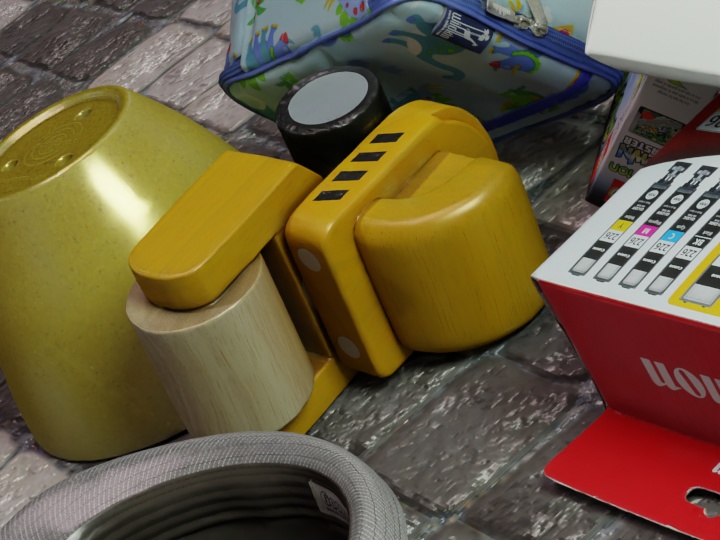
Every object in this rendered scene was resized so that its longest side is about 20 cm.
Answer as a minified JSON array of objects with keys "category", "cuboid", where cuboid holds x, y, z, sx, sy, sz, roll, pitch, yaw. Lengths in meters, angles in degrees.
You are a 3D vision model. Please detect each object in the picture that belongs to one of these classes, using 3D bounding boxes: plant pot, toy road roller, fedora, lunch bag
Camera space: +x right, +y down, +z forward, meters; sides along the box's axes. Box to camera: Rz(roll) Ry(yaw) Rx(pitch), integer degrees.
[{"category":"plant pot","cuboid":[-0.133,-0.016,1.165,0.200,0.142,0.200,-24,28,14]},{"category":"toy road roller","cuboid":[0.000,0.000,1.029,0.146,0.123,0.200,15,51,41]},{"category":"fedora","cuboid":[-0.062,0.152,0.864,0.199,0.090,0.177,-12,34,22]},{"category":"lunch bag","cuboid":[0.035,-0.122,1.125,0.200,0.160,0.083,-17,61,50]}]

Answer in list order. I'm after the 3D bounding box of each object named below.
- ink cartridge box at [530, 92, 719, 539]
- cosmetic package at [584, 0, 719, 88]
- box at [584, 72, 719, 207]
[{"category":"ink cartridge box","cuboid":[0.172,0.021,0.845,0.176,0.084,0.200,-43,29,-21]},{"category":"cosmetic package","cuboid":[0.205,-0.112,0.903,0.199,0.085,0.108,11,5,16]},{"category":"box","cuboid":[0.166,-0.125,1.083,0.200,0.035,0.110,-68,1,-50]}]
